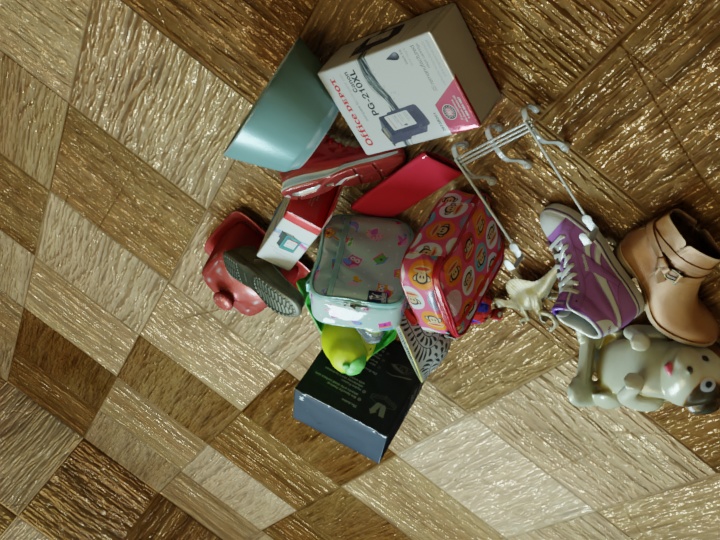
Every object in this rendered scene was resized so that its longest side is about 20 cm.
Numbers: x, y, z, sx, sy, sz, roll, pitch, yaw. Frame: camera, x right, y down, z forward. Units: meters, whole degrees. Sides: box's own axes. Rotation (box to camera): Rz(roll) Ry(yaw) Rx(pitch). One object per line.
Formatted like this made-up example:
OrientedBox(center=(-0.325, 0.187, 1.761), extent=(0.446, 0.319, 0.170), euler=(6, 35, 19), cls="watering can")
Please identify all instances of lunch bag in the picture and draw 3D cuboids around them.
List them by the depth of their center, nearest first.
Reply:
OrientedBox(center=(0.143, -0.002, 1.236), extent=(0.082, 0.200, 0.176), euler=(9, 139, 32), cls="lunch bag")
OrientedBox(center=(0.000, 0.000, 1.311), extent=(0.160, 0.200, 0.077), euler=(9, 137, 2), cls="lunch bag")

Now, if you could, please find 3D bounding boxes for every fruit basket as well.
OrientedBox(center=(-0.016, 0.096, 1.475), extent=(0.216, 0.155, 0.216), euler=(51, 165, 19), cls="fruit basket")

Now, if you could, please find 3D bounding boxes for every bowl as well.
OrientedBox(center=(-0.102, -0.222, 1.191), extent=(0.105, 0.201, 0.201), euler=(34, 145, -13), cls="bowl")
OrientedBox(center=(0.106, 0.081, 1.420), extent=(0.201, 0.094, 0.201), euler=(156, 90, -88), cls="bowl")

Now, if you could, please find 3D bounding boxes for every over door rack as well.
OrientedBox(center=(0.229, -0.115, 1.140), extent=(0.148, 0.067, 0.200), euler=(-24, 94, 49), cls="over door rack")

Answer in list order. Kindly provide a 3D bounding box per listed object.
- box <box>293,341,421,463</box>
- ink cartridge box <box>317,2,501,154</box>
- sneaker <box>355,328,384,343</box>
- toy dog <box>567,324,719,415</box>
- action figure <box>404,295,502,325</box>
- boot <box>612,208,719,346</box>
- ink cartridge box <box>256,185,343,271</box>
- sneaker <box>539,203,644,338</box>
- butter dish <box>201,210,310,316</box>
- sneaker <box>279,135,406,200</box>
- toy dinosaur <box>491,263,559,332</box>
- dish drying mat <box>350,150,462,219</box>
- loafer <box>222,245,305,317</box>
OrientedBox(center=(0.001, 0.229, 1.604), extent=(0.197, 0.200, 0.117), euler=(26, 143, 12), cls="box")
OrientedBox(center=(0.064, -0.251, 1.114), extent=(0.200, 0.084, 0.145), euler=(-8, 126, 42), cls="ink cartridge box")
OrientedBox(center=(-0.011, 0.040, 1.382), extent=(0.081, 0.074, 0.200), euler=(97, 155, -48), cls="sneaker")
OrientedBox(center=(0.438, 0.157, 1.226), extent=(0.194, 0.140, 0.200), euler=(31, 158, -33), cls="toy dog")
OrientedBox(center=(0.163, 0.068, 1.345), extent=(0.052, 0.200, 0.065), euler=(46, 120, 40), cls="action figure")
OrientedBox(center=(0.443, 0.013, 1.119), extent=(0.200, 0.074, 0.155), euler=(38, 149, 1), cls="boot")
OrientedBox(center=(-0.095, -0.097, 1.375), extent=(0.067, 0.116, 0.200), euler=(27, 145, -12), cls="ink cartridge box")
OrientedBox(center=(0.296, 0.002, 1.152), extent=(0.201, 0.114, 0.073), euler=(54, 158, 17), cls="sneaker")
OrientedBox(center=(-0.228, 0.016, 1.588), extent=(0.200, 0.148, 0.199), euler=(42, 142, -9), cls="butter dish")
OrientedBox(center=(-0.036, -0.189, 1.271), extent=(0.200, 0.116, 0.078), euler=(-14, 165, 6), cls="sneaker")
OrientedBox(center=(0.280, 0.042, 1.298), extent=(0.101, 0.058, 0.200), euler=(40, 143, -6), cls="toy dinosaur")
OrientedBox(center=(0.069, -0.129, 1.287), extent=(0.077, 0.018, 0.200), euler=(22, 149, -26), cls="dish drying mat")
OrientedBox(center=(-0.162, 0.009, 1.453), extent=(0.200, 0.067, 0.076), euler=(36, 149, 30), cls="loafer")
